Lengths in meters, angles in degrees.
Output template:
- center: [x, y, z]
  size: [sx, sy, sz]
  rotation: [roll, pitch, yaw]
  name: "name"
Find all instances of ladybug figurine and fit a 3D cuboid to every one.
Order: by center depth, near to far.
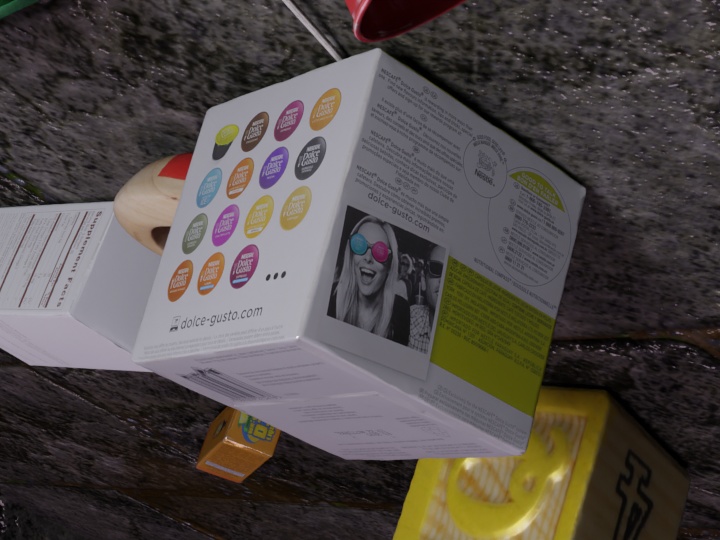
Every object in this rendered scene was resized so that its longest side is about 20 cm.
- center: [-0.093, -0.040, 1.207]
  size: [0.199, 0.072, 0.136]
  rotation: [16, 159, 10]
  name: "ladybug figurine"

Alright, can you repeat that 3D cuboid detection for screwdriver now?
- center: [-0.043, -0.156, 0.935]
  size: [0.028, 0.029, 0.200]
  rotation: [6, 155, 31]
  name: "screwdriver"

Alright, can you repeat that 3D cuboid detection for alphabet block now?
- center: [0.176, 0.234, 1.485]
  size: [0.194, 0.198, 0.200]
  rotation: [0, 152, 38]
  name: "alphabet block"

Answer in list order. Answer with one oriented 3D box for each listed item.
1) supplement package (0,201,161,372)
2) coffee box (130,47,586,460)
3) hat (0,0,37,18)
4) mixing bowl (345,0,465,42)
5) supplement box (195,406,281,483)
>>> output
- center: [-0.266, 0.016, 1.435]
  size: [0.199, 0.118, 0.117]
  rotation: [0, 151, 42]
  name: "supplement package"
- center: [0.000, 0.000, 1.040]
  size: [0.199, 0.199, 0.199]
  rotation: [28, 157, -33]
  name: "coffee box"
- center: [-0.285, -0.216, 0.923]
  size: [0.199, 0.166, 0.177]
  rotation: [-16, 109, 33]
  name: "hat"
- center: [0.048, -0.191, 0.590]
  size: [0.109, 0.200, 0.200]
  rotation: [54, 158, 5]
  name: "mixing bowl"
- center: [-0.145, 0.203, 1.872]
  size: [0.068, 0.067, 0.200]
  rotation: [22, 160, -7]
  name: "supplement box"
